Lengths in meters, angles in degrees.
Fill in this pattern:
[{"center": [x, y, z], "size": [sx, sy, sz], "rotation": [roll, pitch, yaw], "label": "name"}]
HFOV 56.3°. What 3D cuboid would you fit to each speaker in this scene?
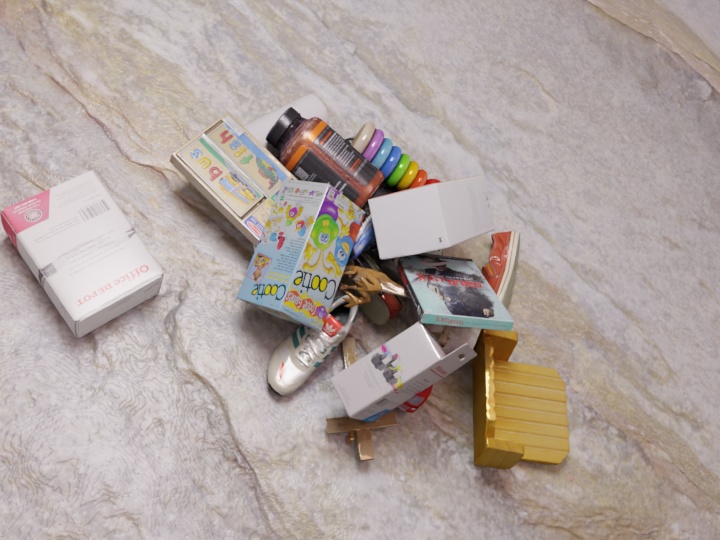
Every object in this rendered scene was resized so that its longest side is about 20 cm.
[{"center": [-0.150, -0.244, 1.204], "size": [0.199, 0.081, 0.081], "rotation": [-35, 83, -31], "label": "speaker"}]

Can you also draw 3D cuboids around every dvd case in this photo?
[{"center": [0.138, 0.027, 1.052], "size": [0.144, 0.022, 0.201], "rotation": [7, 26, -14], "label": "dvd case"}]

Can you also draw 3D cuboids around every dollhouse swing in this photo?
[{"center": [0.280, 0.218, 1.125], "size": [0.173, 0.182, 0.202], "rotation": [4, 63, 2], "label": "dollhouse swing"}]

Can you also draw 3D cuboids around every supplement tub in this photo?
[{"center": [-0.063, -0.183, 1.136], "size": [0.200, 0.107, 0.107], "rotation": [40, 58, -8], "label": "supplement tub"}]

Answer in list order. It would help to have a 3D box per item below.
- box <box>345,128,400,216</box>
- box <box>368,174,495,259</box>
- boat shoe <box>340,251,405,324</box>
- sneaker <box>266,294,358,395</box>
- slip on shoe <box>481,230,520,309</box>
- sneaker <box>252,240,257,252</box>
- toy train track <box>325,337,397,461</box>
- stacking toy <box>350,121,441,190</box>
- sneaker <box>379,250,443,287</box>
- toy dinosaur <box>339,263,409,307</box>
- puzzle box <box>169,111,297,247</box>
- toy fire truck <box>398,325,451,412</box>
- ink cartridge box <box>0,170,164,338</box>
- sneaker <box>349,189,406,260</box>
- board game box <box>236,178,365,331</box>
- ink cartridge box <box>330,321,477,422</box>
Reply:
[{"center": [0.012, -0.151, 1.249], "size": [0.159, 0.044, 0.201], "rotation": [-27, 79, -30], "label": "box"}, {"center": [0.120, -0.089, 1.091], "size": [0.199, 0.123, 0.099], "rotation": [-20, 98, -57], "label": "box"}, {"center": [0.000, 0.000, 1.160], "size": [0.062, 0.071, 0.201], "rotation": [-30, 77, -40], "label": "boat shoe"}, {"center": [-0.072, 0.109, 1.066], "size": [0.070, 0.093, 0.200], "rotation": [43, 58, 2], "label": "sneaker"}, {"center": [0.256, 0.015, 1.267], "size": [0.060, 0.074, 0.202], "rotation": [7, 65, 20], "label": "slip on shoe"}, {"center": [-0.139, -0.074, 1.123], "size": [0.087, 0.075, 0.202], "rotation": [-8, 68, -4], "label": "sneaker"}, {"center": [-0.008, 0.207, 1.087], "size": [0.113, 0.033, 0.202], "rotation": [-2, 62, -15], "label": "toy train track"}, {"center": [0.072, -0.180, 1.217], "size": [0.199, 0.085, 0.086], "rotation": [32, 59, -11], "label": "stacking toy"}, {"center": [0.142, 0.008, 1.212], "size": [0.199, 0.074, 0.116], "rotation": [35, 62, -3], "label": "sneaker"}, {"center": [0.029, 0.021, 1.060], "size": [0.198, 0.061, 0.106], "rotation": [22, 30, 23], "label": "toy dinosaur"}, {"center": [-0.190, -0.148, 1.086], "size": [0.200, 0.025, 0.133], "rotation": [44, 60, -2], "label": "puzzle box"}, {"center": [0.119, 0.121, 1.108], "size": [0.048, 0.141, 0.201], "rotation": [28, 49, -7], "label": "toy fire truck"}, {"center": [-0.408, -0.024, 0.996], "size": [0.146, 0.083, 0.201], "rotation": [-32, 81, -31], "label": "ink cartridge box"}, {"center": [0.045, -0.064, 1.142], "size": [0.200, 0.078, 0.090], "rotation": [-36, 90, -43], "label": "sneaker"}, {"center": [-0.090, -0.025, 1.043], "size": [0.103, 0.104, 0.202], "rotation": [32, 75, -48], "label": "board game box"}, {"center": [0.068, 0.144, 1.004], "size": [0.199, 0.115, 0.068], "rotation": [-33, 68, 6], "label": "ink cartridge box"}]
